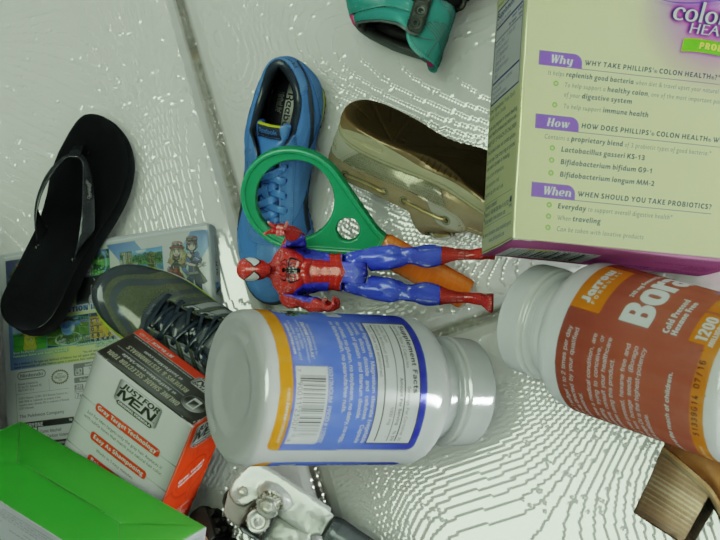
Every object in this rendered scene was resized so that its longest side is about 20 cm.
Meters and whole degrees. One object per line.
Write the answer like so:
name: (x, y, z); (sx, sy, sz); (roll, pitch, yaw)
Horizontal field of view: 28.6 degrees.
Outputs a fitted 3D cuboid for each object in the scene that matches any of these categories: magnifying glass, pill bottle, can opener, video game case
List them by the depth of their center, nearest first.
pill bottle: (0.200, 0.058, 1.008); (0.199, 0.112, 0.113); (17, 87, 42)
pill bottle: (-0.005, 0.087, 1.043); (0.199, 0.112, 0.113); (4, 83, -29)
can opener: (-0.018, 0.217, 1.103); (0.199, 0.066, 0.053); (32, 93, 9)
magnifying glass: (-0.002, -0.030, 1.115); (0.199, 0.022, 0.080); (30, 104, -1)
video game case: (-0.210, 0.064, 1.195); (0.199, 0.022, 0.184); (-8, 80, 15)

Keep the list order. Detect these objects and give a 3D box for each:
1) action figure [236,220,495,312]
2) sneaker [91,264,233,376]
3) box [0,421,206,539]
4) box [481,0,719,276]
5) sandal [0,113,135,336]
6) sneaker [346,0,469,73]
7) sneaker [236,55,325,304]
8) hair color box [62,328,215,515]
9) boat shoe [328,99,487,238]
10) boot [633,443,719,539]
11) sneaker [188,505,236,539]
action figure: (0.000, 0.000, 1.062); (0.199, 0.099, 0.066); (1, 87, 7)
sneaker: (-0.122, 0.051, 1.118); (0.199, 0.081, 0.074); (26, 78, 0)
box: (-0.229, 0.242, 1.063); (0.199, 0.097, 0.178); (22, 115, 29)
box: (0.188, -0.106, 1.037); (0.175, 0.097, 0.201); (5, 84, -8)
sandal: (-0.246, -0.043, 1.191); (0.076, 0.043, 0.201); (9, 71, 21)
sneaker: (0.074, -0.220, 1.122); (0.199, 0.084, 0.122); (-2, 76, 23)
sneaker: (-0.072, -0.075, 1.148); (0.065, 0.078, 0.202); (5, 85, 14)
hair color box: (-0.181, 0.158, 1.108); (0.101, 0.061, 0.201); (35, 121, 17)
boat shoe: (0.067, -0.062, 1.117); (0.199, 0.072, 0.065); (28, 126, 7)
boot: (0.315, 0.158, 1.015); (0.199, 0.077, 0.156); (31, 87, 25)
sneaker: (-0.129, 0.290, 1.115); (0.090, 0.066, 0.201); (-12, 81, 11)
